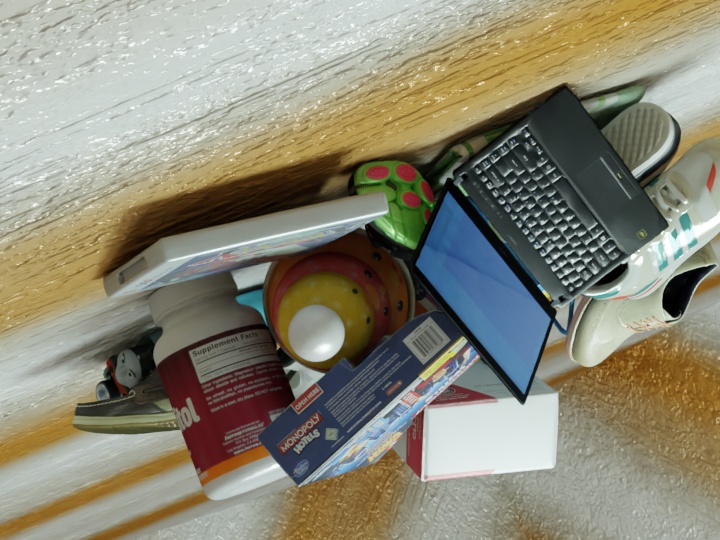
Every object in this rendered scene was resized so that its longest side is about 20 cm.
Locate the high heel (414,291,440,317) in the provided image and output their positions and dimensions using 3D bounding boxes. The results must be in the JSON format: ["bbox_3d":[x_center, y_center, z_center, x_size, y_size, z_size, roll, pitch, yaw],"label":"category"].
[{"bbox_3d":[0.070,0.031,1.857,0.096,0.068,0.200,-8,-165,-26],"label":"high heel"}]

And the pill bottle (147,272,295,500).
[{"bbox_3d":[-0.127,0.105,1.580,0.113,0.200,0.113,-21,169,-4],"label":"pill bottle"}]

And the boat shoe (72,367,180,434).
[{"bbox_3d":[-0.190,0.126,1.675,0.200,0.066,0.072,-6,169,10],"label":"boat shoe"}]

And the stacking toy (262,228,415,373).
[{"bbox_3d":[-0.028,0.045,1.507,0.146,0.146,0.200,-24,-171,10],"label":"stacking toy"}]

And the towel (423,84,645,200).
[{"bbox_3d":[0.153,-0.113,1.564,0.200,0.023,0.153,-18,167,-22],"label":"towel"}]

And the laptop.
[{"bbox_3d":[0.159,-0.022,1.452,0.200,0.177,0.103,-37,-154,7],"label":"laptop"}]

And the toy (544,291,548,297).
[{"bbox_3d":[0.134,-0.006,1.863,0.199,0.047,0.115,12,180,17],"label":"toy"}]

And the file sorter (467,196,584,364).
[{"bbox_3d":[0.188,-0.008,1.723,0.200,0.139,0.123,-19,140,-15],"label":"file sorter"}]

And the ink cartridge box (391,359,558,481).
[{"bbox_3d":[0.097,0.137,1.719,0.145,0.084,0.200,-5,-164,-17],"label":"ink cartridge box"}]

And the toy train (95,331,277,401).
[{"bbox_3d":[-0.183,0.098,1.776,0.200,0.085,0.114,-11,152,-38],"label":"toy train"}]

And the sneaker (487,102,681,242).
[{"bbox_3d":[0.218,-0.083,1.585,0.200,0.079,0.079,-31,161,21],"label":"sneaker"}]

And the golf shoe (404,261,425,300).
[{"bbox_3d":[0.000,0.000,1.715,0.094,0.078,0.200,-8,176,30],"label":"golf shoe"}]

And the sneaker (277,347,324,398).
[{"bbox_3d":[-0.030,0.112,1.778,0.076,0.115,0.200,-58,-172,-31],"label":"sneaker"}]

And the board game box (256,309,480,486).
[{"bbox_3d":[0.017,0.115,1.530,0.200,0.062,0.200,-42,167,0],"label":"board game box"}]

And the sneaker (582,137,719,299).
[{"bbox_3d":[0.273,-0.040,1.551,0.093,0.070,0.200,-10,146,-45],"label":"sneaker"}]

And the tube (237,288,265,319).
[{"bbox_3d":[-0.110,0.043,1.737,0.200,0.051,0.077,-19,173,-41],"label":"tube"}]

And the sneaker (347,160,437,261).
[{"bbox_3d":[0.035,-0.042,1.504,0.084,0.077,0.200,-8,161,24],"label":"sneaker"}]

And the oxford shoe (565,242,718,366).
[{"bbox_3d":[0.275,0.034,1.657,0.071,0.074,0.200,4,133,-38],"label":"oxford shoe"}]

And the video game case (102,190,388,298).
[{"bbox_3d":[-0.099,-0.020,1.407,0.200,0.023,0.182,-14,176,-25],"label":"video game case"}]
